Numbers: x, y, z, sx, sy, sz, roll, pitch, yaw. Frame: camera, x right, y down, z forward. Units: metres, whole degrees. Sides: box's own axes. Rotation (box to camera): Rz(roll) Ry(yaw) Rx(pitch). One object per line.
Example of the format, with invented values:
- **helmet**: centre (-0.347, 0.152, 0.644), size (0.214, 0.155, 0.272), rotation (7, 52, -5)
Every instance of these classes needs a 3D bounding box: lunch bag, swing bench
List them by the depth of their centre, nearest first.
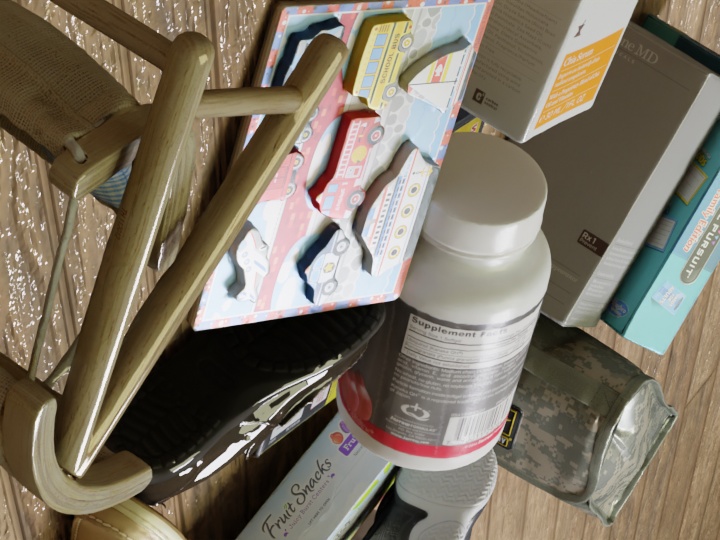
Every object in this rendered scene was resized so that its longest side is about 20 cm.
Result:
- **swing bench**: centre (-0.145, -0.041, 0.976), size (0.201, 0.199, 0.130), rotation (-63, 160, 15)
- **lunch bag**: centre (0.125, 0.087, 1.914), size (0.118, 0.164, 0.200), rotation (-57, 161, -5)

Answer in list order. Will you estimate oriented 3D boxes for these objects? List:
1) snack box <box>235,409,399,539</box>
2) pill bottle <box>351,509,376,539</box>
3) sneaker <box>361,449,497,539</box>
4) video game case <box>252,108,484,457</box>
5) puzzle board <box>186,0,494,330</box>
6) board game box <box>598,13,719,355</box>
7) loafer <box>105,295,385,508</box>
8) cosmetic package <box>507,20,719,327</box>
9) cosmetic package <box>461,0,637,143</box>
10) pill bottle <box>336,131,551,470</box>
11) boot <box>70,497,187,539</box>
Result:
- **snack box**: centre (-0.040, 0.173, 1.779), size (0.200, 0.053, 0.142), rotation (-51, 171, -19)
- **pill bottle**: centre (-0.017, 0.277, 1.936), size (0.200, 0.119, 0.120), rotation (-53, 161, -14)
- **sneaker**: centre (0.023, 0.202, 1.790), size (0.200, 0.075, 0.114), rotation (-55, 171, -18)
- **video game case**: centre (0.000, 0.000, 1.680), size (0.181, 0.025, 0.201), rotation (-35, 150, -49)
- **puzzle board**: centre (-0.008, -0.059, 1.473), size (0.150, 0.017, 0.201), rotation (-8, 127, -38)
- **board game box**: centre (0.210, -0.063, 1.910), size (0.047, 0.151, 0.201), rotation (24, 101, -37)
- **loafer**: centre (-0.070, 0.065, 1.546), size (0.200, 0.073, 0.071), rotation (-33, 156, -28)
- **cosmetic package**: centre (0.159, -0.071, 1.839), size (0.201, 0.107, 0.090), rotation (-63, 160, 10)
- **cosmetic package**: centre (0.127, -0.187, 1.627), size (0.101, 0.071, 0.201), rotation (-29, 146, -54)
- **pill bottle**: centre (0.053, 0.017, 1.629), size (0.111, 0.110, 0.201), rotation (-40, 154, -41)
- **boot**: centre (-0.166, 0.215, 1.533), size (0.156, 0.073, 0.200), rotation (-52, 166, -24)
